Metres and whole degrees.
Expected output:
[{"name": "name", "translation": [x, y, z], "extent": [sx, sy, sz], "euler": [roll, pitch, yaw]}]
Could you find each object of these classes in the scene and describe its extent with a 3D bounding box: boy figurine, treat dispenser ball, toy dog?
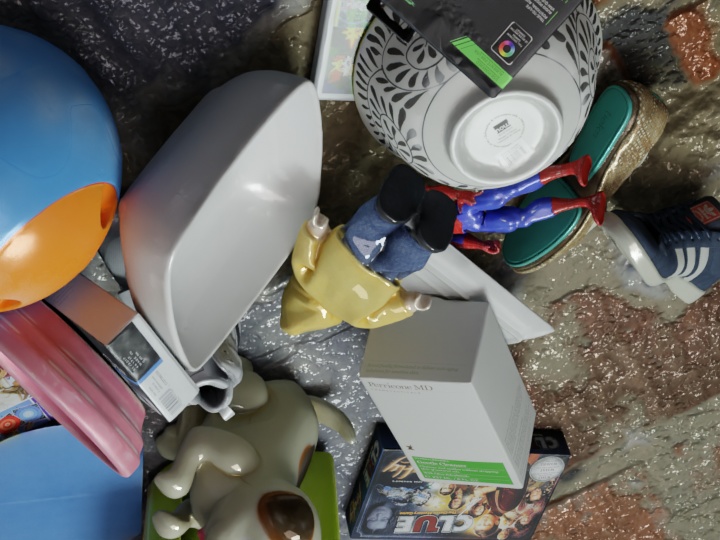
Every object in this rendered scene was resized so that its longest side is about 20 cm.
[{"name": "boy figurine", "translation": [0.000, 0.000, 1.227], "extent": [0.124, 0.065, 0.200], "euler": [33, 140, -11]}, {"name": "treat dispenser ball", "translation": [-0.267, -0.071, 1.055], "extent": [0.199, 0.202, 0.202], "euler": [-7, 133, -8]}, {"name": "toy dog", "translation": [-0.095, 0.194, 1.336], "extent": [0.192, 0.201, 0.140], "euler": [9, 129, -20]}]

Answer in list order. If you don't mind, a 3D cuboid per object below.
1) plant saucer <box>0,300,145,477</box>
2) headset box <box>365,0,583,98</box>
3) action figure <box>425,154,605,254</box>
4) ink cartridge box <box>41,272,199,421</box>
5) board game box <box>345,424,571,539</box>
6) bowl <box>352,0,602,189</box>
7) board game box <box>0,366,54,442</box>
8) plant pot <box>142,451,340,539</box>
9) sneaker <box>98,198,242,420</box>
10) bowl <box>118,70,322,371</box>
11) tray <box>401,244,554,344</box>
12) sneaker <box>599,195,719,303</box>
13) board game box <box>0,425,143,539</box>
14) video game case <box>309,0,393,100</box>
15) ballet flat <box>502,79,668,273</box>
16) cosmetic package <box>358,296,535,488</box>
[{"name": "plant saucer", "translation": [-0.237, 0.075, 1.170], "extent": [0.051, 0.200, 0.201], "euler": [-46, 133, -14]}, {"name": "headset box", "translation": [0.081, -0.240, 1.002], "extent": [0.174, 0.093, 0.200], "euler": [41, 106, -9]}, {"name": "action figure", "translation": [0.098, -0.048, 1.242], "extent": [0.198, 0.052, 0.066], "euler": [-9, 132, 29]}, {"name": "ink cartridge box", "translation": [-0.211, 0.038, 1.174], "extent": [0.039, 0.199, 0.100], "euler": [-45, 133, -13]}, {"name": "board game box", "translation": [0.096, 0.216, 1.516], "extent": [0.198, 0.035, 0.136], "euler": [4, 130, -17]}, {"name": "bowl", "translation": [0.099, -0.127, 1.141], "extent": [0.199, 0.095, 0.202], "euler": [-6, 133, -7]}, {"name": "board game box", "translation": [-0.322, 0.064, 1.274], "extent": [0.134, 0.035, 0.201], "euler": [-23, 133, 7]}, {"name": "plant pot", "translation": [-0.121, 0.301, 1.435], "extent": [0.180, 0.201, 0.200], "euler": [5, 131, -8]}, {"name": "sneaker", "translation": [-0.152, 0.035, 1.237], "extent": [0.075, 0.115, 0.200], "euler": [-25, 132, 9]}, {"name": "bowl", "translation": [-0.111, -0.045, 1.136], "extent": [0.074, 0.200, 0.201], "euler": [28, 153, 14]}, {"name": "tray", "translation": [0.069, 0.020, 1.308], "extent": [0.107, 0.022, 0.200], "euler": [-10, 144, 43]}, {"name": "sneaker", "translation": [0.270, -0.033, 1.291], "extent": [0.084, 0.075, 0.200], "euler": [-43, 155, 17]}, {"name": "board game box", "translation": [-0.282, 0.196, 1.398], "extent": [0.156, 0.039, 0.201], "euler": [-5, 134, -14]}, {"name": "video game case", "translation": [0.063, -0.212, 1.134], "extent": [0.180, 0.022, 0.201], "euler": [0, 132, -14]}, {"name": "ballet flat", "translation": [0.193, -0.071, 1.266], "extent": [0.065, 0.071, 0.201], "euler": [4, 135, -36]}, {"name": "cosmetic package", "translation": [0.082, 0.111, 1.345], "extent": [0.107, 0.085, 0.200], "euler": [1, 148, 23]}]
